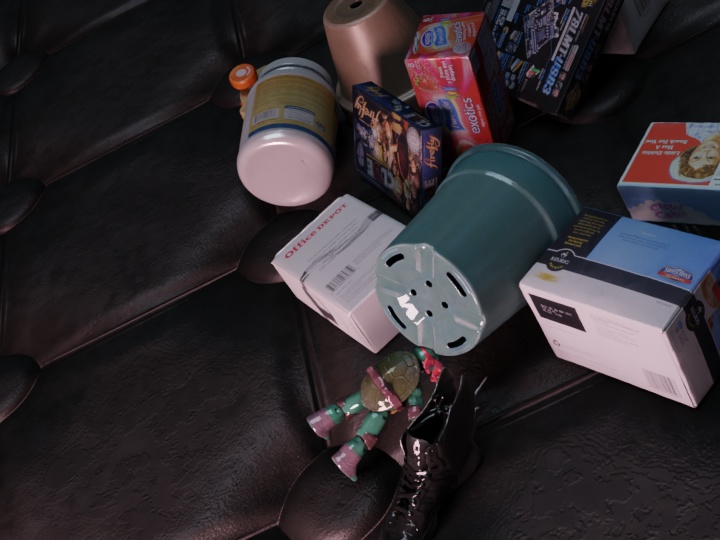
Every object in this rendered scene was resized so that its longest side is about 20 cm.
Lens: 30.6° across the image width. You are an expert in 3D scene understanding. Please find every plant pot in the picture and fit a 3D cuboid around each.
[{"bbox_3d":[0.031,-0.341,2.019,0.200,0.175,0.200,-18,40,16],"label":"plant pot"},{"bbox_3d":[0.129,-0.014,1.526,0.200,0.200,0.196,7,36,40],"label":"plant pot"}]

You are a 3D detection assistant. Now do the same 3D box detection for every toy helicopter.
[{"bbox_3d":[-0.132,-0.267,2.154,0.132,0.079,0.200,-19,49,3],"label":"toy helicopter"}]

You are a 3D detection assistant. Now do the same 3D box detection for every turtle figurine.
[{"bbox_3d":[0.039,0.146,1.543,0.200,0.101,0.150,-38,37,2],"label":"turtle figurine"}]

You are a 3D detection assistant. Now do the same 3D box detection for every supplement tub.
[{"bbox_3d":[-0.106,-0.212,1.987,0.144,0.145,0.200,-16,44,21],"label":"supplement tub"}]

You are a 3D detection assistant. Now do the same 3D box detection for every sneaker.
[{"bbox_3d":[0.068,0.212,1.437,0.060,0.104,0.200,17,59,45],"label":"sneaker"}]

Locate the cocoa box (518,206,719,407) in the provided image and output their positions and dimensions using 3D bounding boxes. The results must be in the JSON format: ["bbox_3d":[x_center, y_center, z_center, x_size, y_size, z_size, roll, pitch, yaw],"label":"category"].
[{"bbox_3d":[0.303,0.035,1.441,0.200,0.133,0.131,20,60,46],"label":"cocoa box"}]

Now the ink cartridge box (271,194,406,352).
[{"bbox_3d":[0.000,0.000,1.736,0.145,0.084,0.200,-43,38,-12],"label":"ink cartridge box"}]

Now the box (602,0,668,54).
[{"bbox_3d":[0.326,-0.393,1.928,0.200,0.098,0.124,10,55,41],"label":"box"}]

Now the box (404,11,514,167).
[{"bbox_3d":[0.139,-0.244,1.807,0.095,0.200,0.100,2,48,24],"label":"box"}]

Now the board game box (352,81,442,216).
[{"bbox_3d":[0.049,-0.170,1.848,0.035,0.136,0.200,-15,31,-23],"label":"board game box"}]

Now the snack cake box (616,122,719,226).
[{"bbox_3d":[0.425,-0.115,1.577,0.200,0.067,0.115,7,54,40],"label":"snack cake box"}]

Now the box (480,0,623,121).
[{"bbox_3d":[0.252,-0.336,1.856,0.198,0.050,0.200,30,104,39],"label":"box"}]
